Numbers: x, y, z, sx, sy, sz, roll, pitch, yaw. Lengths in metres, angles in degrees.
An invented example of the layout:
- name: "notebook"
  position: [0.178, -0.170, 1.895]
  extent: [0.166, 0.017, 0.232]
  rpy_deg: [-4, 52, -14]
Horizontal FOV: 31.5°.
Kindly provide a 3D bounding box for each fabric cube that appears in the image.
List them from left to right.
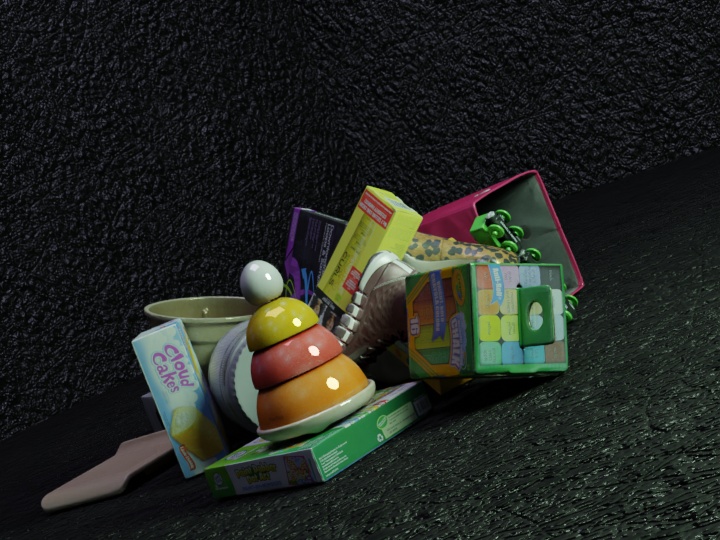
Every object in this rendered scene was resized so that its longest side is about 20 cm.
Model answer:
- name: "fabric cube"
  position: [0.179, -0.012, 1.918]
  extent: [0.199, 0.201, 0.196]
  rpy_deg: [-19, 6, 41]

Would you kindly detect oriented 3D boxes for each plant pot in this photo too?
- name: "plant pot"
  position: [-0.220, 0.144, 1.903]
  extent: [0.199, 0.184, 0.200]
  rpy_deg: [0, 8, 0]

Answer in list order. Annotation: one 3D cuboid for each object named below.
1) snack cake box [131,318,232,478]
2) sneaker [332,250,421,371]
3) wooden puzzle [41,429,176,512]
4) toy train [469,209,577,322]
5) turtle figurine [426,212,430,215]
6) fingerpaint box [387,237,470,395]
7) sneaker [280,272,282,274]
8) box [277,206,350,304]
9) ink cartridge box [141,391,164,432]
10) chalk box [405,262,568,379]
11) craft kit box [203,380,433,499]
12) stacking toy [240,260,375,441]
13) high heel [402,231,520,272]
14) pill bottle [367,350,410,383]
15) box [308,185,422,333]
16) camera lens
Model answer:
- name: "snack cake box"
  position: [-0.242, 0.172, 1.745]
  extent: [0.067, 0.201, 0.115]
  rpy_deg: [-22, 4, -2]
- name: "sneaker"
  position: [0.030, 0.086, 1.533]
  extent: [0.115, 0.201, 0.076]
  rpy_deg: [25, 6, 15]
- name: "wooden puzzle"
  position: [-0.354, 0.300, 1.915]
  extent: [0.185, 0.037, 0.200]
  rpy_deg: [-19, 9, 34]
- name: "toy train"
  position: [0.214, 0.000, 1.674]
  extent: [0.056, 0.200, 0.042]
  rpy_deg: [-18, 32, 42]
- name: "turtle figurine"
  position: [0.050, 0.043, 2.049]
  extent: [0.143, 0.201, 0.194]
  rpy_deg: [-2, 34, 35]
- name: "fingerpaint box"
  position: [0.111, 0.055, 1.650]
  extent: [0.166, 0.074, 0.200]
  rpy_deg: [-24, 37, -24]
- name: "sneaker"
  position: [-0.082, 0.096, 1.902]
  extent: [0.080, 0.201, 0.083]
  rpy_deg: [-13, 0, 19]
- name: "box"
  position: [-0.057, -0.006, 1.766]
  extent: [0.036, 0.144, 0.200]
  rpy_deg: [7, 6, -26]
- name: "ink cartridge box"
  position: [-0.266, 0.217, 2.147]
  extent: [0.145, 0.084, 0.200]
  rpy_deg: [-24, 4, -25]
- name: "chalk box"
  position: [0.148, 0.057, 1.424]
  extent: [0.123, 0.125, 0.200]
  rpy_deg: [1, -7, -24]
- name: "craft kit box"
  position: [-0.048, 0.197, 1.482]
  extent: [0.197, 0.049, 0.200]
  rpy_deg: [-23, 2, 44]
- name: "stacking toy"
  position: [-0.081, 0.081, 1.450]
  extent: [0.146, 0.201, 0.146]
  rpy_deg: [-22, 4, 2]
- name: "high heel"
  position: [0.104, -0.024, 1.651]
  extent: [0.142, 0.072, 0.200]
  rpy_deg: [-18, 37, -27]
- name: "pill bottle"
  position: [0.007, 0.065, 1.813]
  extent: [0.114, 0.115, 0.200]
  rpy_deg: [-24, 40, -26]
- name: "box"
  position: [0.000, 0.000, 1.610]
  extent: [0.050, 0.201, 0.075]
  rpy_deg: [14, 21, -42]
- name: "camera lens"
  position: [-0.116, 0.144, 1.727]
  extent: [0.159, 0.161, 0.200]
  rpy_deg: [-23, 4, -14]
